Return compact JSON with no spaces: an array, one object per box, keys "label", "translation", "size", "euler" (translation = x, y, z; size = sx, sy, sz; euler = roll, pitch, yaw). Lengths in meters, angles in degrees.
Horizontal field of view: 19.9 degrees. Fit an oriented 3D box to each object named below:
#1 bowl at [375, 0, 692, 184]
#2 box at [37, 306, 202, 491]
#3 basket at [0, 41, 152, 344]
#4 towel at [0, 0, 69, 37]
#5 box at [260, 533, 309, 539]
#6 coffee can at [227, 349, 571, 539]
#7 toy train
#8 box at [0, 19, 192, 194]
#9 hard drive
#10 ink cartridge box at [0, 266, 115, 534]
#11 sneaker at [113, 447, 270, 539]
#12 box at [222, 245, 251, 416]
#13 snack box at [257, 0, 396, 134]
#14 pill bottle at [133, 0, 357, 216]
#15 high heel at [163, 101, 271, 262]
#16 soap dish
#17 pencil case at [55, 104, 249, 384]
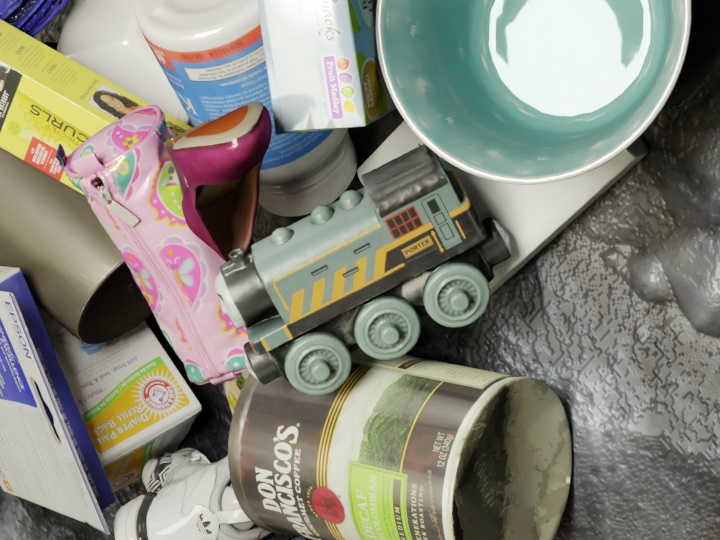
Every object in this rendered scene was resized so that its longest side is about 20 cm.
[{"label":"bowl","translation":[0.120,-0.154,1.286],"size":[0.199,0.105,0.203],"euler":[0,91,22]},{"label":"box","translation":[-0.231,0.074,1.658],"size":[0.201,0.101,0.113],"euler":[54,150,14]},{"label":"basket","translation":[-0.234,-0.051,1.578],"size":[0.200,0.180,0.136],"euler":[47,152,20]},{"label":"towel","translation":[-0.249,-0.252,1.563],"size":[0.147,0.049,0.201],"euler":[-32,40,36]},{"label":"box","translation":[-0.143,0.246,1.632],"size":[0.199,0.136,0.038],"euler":[-20,92,42]},{"label":"coffee can","translation":[0.028,0.131,1.446],"size":[0.199,0.146,0.148],"euler":[9,109,38]},{"label":"toy train","translation":[0.000,0.000,1.383],"size":[0.199,0.085,0.114],"euler":[-26,116,5]},{"label":"box","translation":[-0.206,-0.104,1.494],"size":[0.199,0.050,0.075],"euler":[30,127,-2]},{"label":"hard drive","translation":[0.092,-0.075,1.408],"size":[0.200,0.026,0.132],"euler":[-44,74,39]},{"label":"ink cartridge box","translation":[-0.253,0.090,1.556],"size":[0.199,0.047,0.199],"euler":[5,119,55]},{"label":"sneaker","translation":[-0.112,0.175,1.580],"size":[0.114,0.200,0.076],"euler":[-20,98,12]},{"label":"box","translation":[-0.088,0.062,1.593],"size":[0.039,0.041,0.201],"euler":[-14,93,44]},{"label":"snack box","translation":[-0.008,-0.188,1.340],"size":[0.067,0.200,0.170],"euler":[-4,102,19]},{"label":"pill bottle","translation":[-0.070,-0.131,1.418],"size":[0.112,0.112,0.201],"euler":[19,151,35]},{"label":"high heel","translation":[-0.077,-0.051,1.314],"size":[0.097,0.067,0.200],"euler":[64,171,-7]},{"label":"soap dish","translation":[-0.133,-0.195,1.526],"size":[0.157,0.081,0.201],"euler":[43,127,23]},{"label":"pencil case","translation":[-0.131,-0.016,1.443],"size":[0.087,0.088,0.201],"euler":[-8,121,41]}]
